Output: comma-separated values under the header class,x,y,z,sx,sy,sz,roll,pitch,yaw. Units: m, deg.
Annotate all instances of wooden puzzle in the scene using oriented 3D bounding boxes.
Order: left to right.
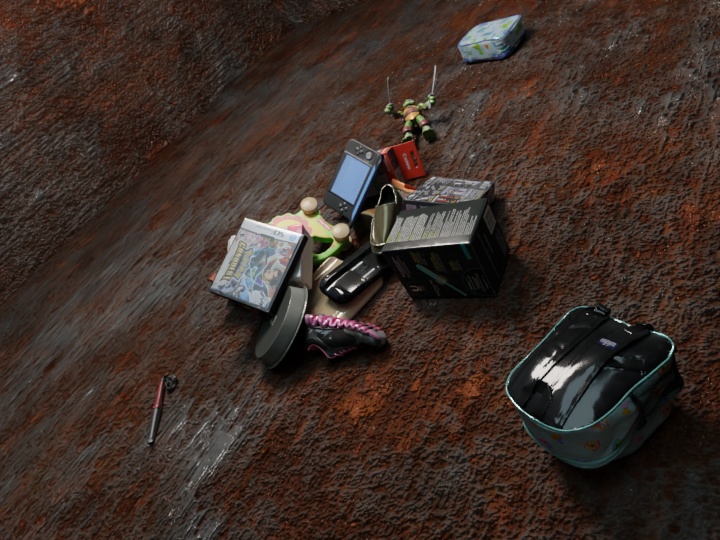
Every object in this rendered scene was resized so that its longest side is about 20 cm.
class,x,y,z,sx,sy,sz,roll,pitch,yaw
wooden puzzle,-0.064,0.060,1.323,0.185,0.037,0.199,-46,40,-18

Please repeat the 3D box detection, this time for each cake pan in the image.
class,x,y,z,sx,sy,sz,roll,pitch,yaw
cake pan,-0.182,0.120,1.258,0.201,0.037,0.201,-51,23,31

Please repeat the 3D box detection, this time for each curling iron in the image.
class,x,y,z,sx,sy,sz,roll,pitch,yaw
curling iron,-0.484,0.328,1.349,0.049,0.026,0.201,-24,35,20

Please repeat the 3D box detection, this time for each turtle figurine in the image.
class,x,y,z,sx,sy,sz,roll,pitch,yaw
turtle figurine,0.152,-0.482,1.679,0.143,0.201,0.195,0,56,-16

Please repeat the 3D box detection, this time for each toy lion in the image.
class,x,y,z,sx,sy,sz,roll,pitch,yaw
toy lion,-0.150,-0.083,1.456,0.200,0.069,0.192,40,72,24

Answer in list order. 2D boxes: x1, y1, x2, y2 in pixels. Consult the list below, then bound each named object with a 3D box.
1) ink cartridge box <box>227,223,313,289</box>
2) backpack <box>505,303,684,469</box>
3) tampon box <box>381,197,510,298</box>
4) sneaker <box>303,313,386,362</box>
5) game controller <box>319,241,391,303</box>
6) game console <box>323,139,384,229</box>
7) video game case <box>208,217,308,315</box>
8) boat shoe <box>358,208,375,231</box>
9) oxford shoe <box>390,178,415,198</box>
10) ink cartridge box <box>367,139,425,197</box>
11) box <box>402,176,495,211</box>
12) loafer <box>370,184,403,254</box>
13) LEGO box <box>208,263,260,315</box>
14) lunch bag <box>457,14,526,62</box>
class,x,y,z,sx,sy,sz,roll,pitch,yaw
ink cartridge box,-0.221,-0.019,1.365,0.198,0.085,0.147,-7,64,14
backpack,0.310,0.167,0.765,0.199,0.154,0.176,-33,30,-16
tampon box,0.175,-0.039,1.135,0.199,0.150,0.127,-3,45,37
sneaker,-0.037,0.149,1.170,0.199,0.079,0.096,7,86,31
game controller,0.000,0.000,1.291,0.200,0.042,0.104,-39,51,-20
game console,-0.025,-0.233,1.485,0.170,0.118,0.201,33,108,23
video game case,-0.239,-0.014,1.307,0.179,0.026,0.201,16,73,24
boat shoe,0.083,-0.120,1.391,0.199,0.072,0.068,25,62,40
oxford shoe,0.138,-0.167,1.418,0.200,0.071,0.073,38,108,48
ink cartridge box,0.069,-0.277,1.547,0.199,0.110,0.050,-12,24,30
box,0.202,-0.158,1.251,0.156,0.050,0.200,9,27,23
loafer,0.055,-0.122,1.303,0.075,0.070,0.201,-9,48,20
LEGO box,-0.278,-0.002,1.492,0.148,0.077,0.201,22,60,24
lunch bag,0.443,-0.777,1.875,0.199,0.083,0.161,10,54,46
